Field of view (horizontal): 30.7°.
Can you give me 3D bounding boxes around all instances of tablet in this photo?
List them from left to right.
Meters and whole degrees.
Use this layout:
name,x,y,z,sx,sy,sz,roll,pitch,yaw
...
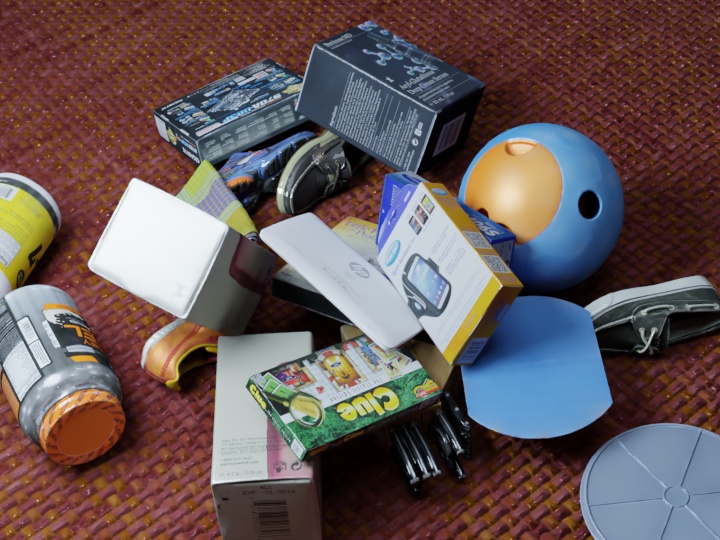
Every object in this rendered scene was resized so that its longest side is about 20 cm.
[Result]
name,x,y,z,sx,sy,sz,roll,pitch,yaw
tablet,-0.013,0.009,1.482,0.200,0.014,0.130,42,26,12

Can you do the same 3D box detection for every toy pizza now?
name,x,y,z,sx,sy,sz,roll,pitch,yaw
toy pizza,0.330,0.245,1.374,0.197,0.032,0.202,-4,45,4

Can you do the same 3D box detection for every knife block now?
name,x,y,z,sx,sy,sz,roll,pitch,yaw
knife block,0.038,0.160,1.465,0.198,0.064,0.176,16,49,20

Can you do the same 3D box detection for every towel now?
name,x,y,z,sx,sy,sz,roll,pitch,yaw
towel,-0.210,-0.047,1.666,0.143,0.023,0.200,-43,41,7

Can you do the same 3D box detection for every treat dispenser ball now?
name,x,y,z,sx,sy,sz,roll,pitch,yaw
treat dispenser ball,0.216,-0.075,1.577,0.198,0.202,0.202,-3,46,3

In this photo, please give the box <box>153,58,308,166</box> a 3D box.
name,x,y,z,sx,sy,sz,roll,pitch,yaw
box,-0.173,-0.225,1.848,0.199,0.046,0.159,-28,34,-20

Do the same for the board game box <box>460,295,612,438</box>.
name,x,y,z,sx,sy,sz,roll,pitch,yaw
board game box,0.191,0.117,1.468,0.156,0.039,0.201,-7,46,1

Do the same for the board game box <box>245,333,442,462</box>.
name,x,y,z,sx,sy,sz,roll,pitch,yaw
board game box,-0.014,0.126,1.384,0.199,0.024,0.105,-19,60,-40

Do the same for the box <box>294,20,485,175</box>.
name,x,y,z,sx,sy,sz,roll,pitch,yaw
box,0.040,-0.232,1.763,0.199,0.108,0.148,31,35,18

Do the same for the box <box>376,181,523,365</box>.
name,x,y,z,sx,sy,sz,roll,pitch,yaw
box,0.091,-0.005,1.476,0.041,0.120,0.201,3,40,-38

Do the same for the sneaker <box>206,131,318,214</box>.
name,x,y,z,sx,sy,sz,roll,pitch,yaw
sneaker,-0.139,-0.138,1.770,0.199,0.076,0.078,-29,46,-23

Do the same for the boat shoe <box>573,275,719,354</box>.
name,x,y,z,sx,sy,sz,roll,pitch,yaw
boat shoe,0.334,0.061,1.524,0.198,0.071,0.064,-17,45,-12

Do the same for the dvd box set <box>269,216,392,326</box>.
name,x,y,z,sx,sy,sz,roll,pitch,yaw
dvd box set,0.000,0.000,1.601,0.145,0.030,0.200,18,31,21

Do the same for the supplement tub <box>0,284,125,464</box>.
name,x,y,z,sx,sy,sz,roll,pitch,yaw
supplement tub,-0.351,0.120,1.508,0.122,0.123,0.200,-25,49,-17

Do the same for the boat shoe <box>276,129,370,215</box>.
name,x,y,z,sx,sy,sz,roll,pitch,yaw
boat shoe,-0.040,-0.142,1.760,0.064,0.074,0.200,17,50,28

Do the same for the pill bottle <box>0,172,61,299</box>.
name,x,y,z,sx,sy,sz,roll,pitch,yaw
pill bottle,-0.472,-0.018,1.660,0.113,0.115,0.201,11,48,16

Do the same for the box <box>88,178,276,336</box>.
name,x,y,z,sx,sy,sz,roll,pitch,yaw
box,-0.191,-0.009,1.453,0.127,0.200,0.110,26,86,14

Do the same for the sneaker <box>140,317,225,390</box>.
name,x,y,z,sx,sy,sz,roll,pitch,yaw
sneaker,-0.177,0.069,1.588,0.077,0.073,0.200,36,65,15

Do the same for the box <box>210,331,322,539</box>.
name,x,y,z,sx,sy,sz,roll,pitch,yaw
box,-0.098,0.183,1.415,0.107,0.129,0.201,-3,46,1

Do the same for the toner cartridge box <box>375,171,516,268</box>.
name,x,y,z,sx,sy,sz,roll,pitch,yaw
toner cartridge box,0.097,-0.036,1.545,0.043,0.096,0.200,-9,31,-36
